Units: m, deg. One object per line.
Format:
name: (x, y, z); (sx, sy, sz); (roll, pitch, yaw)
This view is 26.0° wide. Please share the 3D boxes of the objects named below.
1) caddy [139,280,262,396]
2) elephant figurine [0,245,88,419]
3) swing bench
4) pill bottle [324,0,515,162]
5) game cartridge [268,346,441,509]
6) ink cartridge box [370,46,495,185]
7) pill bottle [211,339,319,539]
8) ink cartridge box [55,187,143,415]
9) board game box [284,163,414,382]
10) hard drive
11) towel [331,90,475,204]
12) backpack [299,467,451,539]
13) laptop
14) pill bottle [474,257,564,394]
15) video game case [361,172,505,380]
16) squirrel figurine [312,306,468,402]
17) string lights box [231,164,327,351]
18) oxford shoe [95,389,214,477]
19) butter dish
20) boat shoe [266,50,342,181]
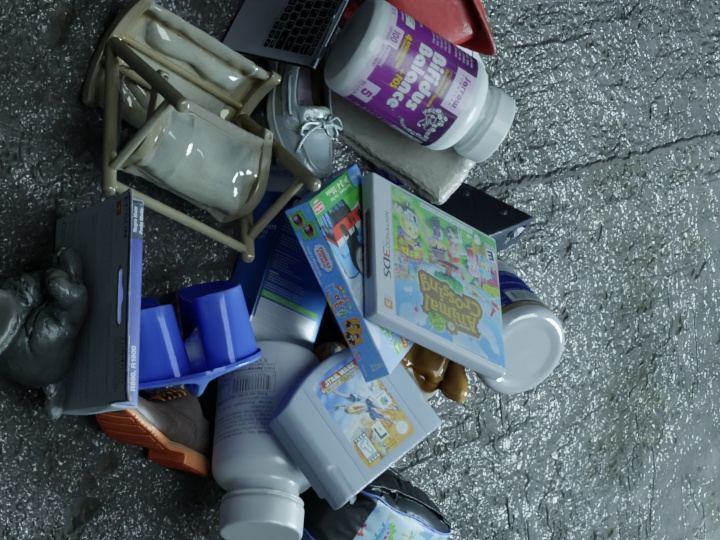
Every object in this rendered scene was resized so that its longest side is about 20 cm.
caddy: (-0.179, 0.076, 1.582); (0.140, 0.200, 0.106); (-14, 95, -14)
elephant figurine: (-0.367, 0.034, 1.466); (0.198, 0.156, 0.142); (5, 133, -32)
swing bench: (-0.169, -0.147, 1.595); (0.198, 0.201, 0.130); (28, 117, -39)
pill bottle: (0.068, -0.202, 1.702); (0.199, 0.112, 0.113); (29, 74, -19)
game cartridge: (-0.006, 0.154, 1.658); (0.199, 0.041, 0.134); (-33, 89, -49)
ink cartridge box: (0.077, -0.201, 1.891); (0.200, 0.044, 0.094); (-48, 121, -29)
pill bottle: (-0.102, 0.187, 1.671); (0.114, 0.114, 0.202); (27, 53, -40)
ink cartridge box: (-0.243, 0.035, 1.491); (0.040, 0.199, 0.202); (5, 81, -30)
board game box: (0.000, 0.000, 1.679); (0.202, 0.036, 0.151); (65, 25, -10)
hard drive: (0.097, -0.050, 1.869); (0.199, 0.134, 0.043); (-18, 125, -40)
towel: (0.050, -0.169, 1.793); (0.133, 0.199, 0.035); (-47, 165, -27)
backpack: (-0.012, 0.281, 1.767); (0.199, 0.183, 0.148); (31, 96, -43)
laptop: (-0.051, -0.324, 1.641); (0.189, 0.198, 0.116); (-64, 149, -18)
pill bottle: (0.151, 0.049, 1.864); (0.114, 0.200, 0.117); (-11, 122, -19)
video game case: (0.081, 0.007, 1.708); (0.199, 0.022, 0.184); (27, 48, -35)
squirrel figurine: (0.007, 0.087, 1.815); (0.185, 0.141, 0.203); (0, 80, -32)
string lights box: (-0.081, -0.007, 1.752); (0.102, 0.059, 0.202); (27, 75, -40)
oxford shoe: (-0.213, 0.152, 1.624); (0.200, 0.070, 0.074); (51, 51, -59)
butter dish: (0.037, -0.316, 1.777); (0.147, 0.200, 0.201); (-31, 117, -10)
boat shoe: (-0.059, -0.196, 1.719); (0.074, 0.064, 0.205); (12, 68, -47)
